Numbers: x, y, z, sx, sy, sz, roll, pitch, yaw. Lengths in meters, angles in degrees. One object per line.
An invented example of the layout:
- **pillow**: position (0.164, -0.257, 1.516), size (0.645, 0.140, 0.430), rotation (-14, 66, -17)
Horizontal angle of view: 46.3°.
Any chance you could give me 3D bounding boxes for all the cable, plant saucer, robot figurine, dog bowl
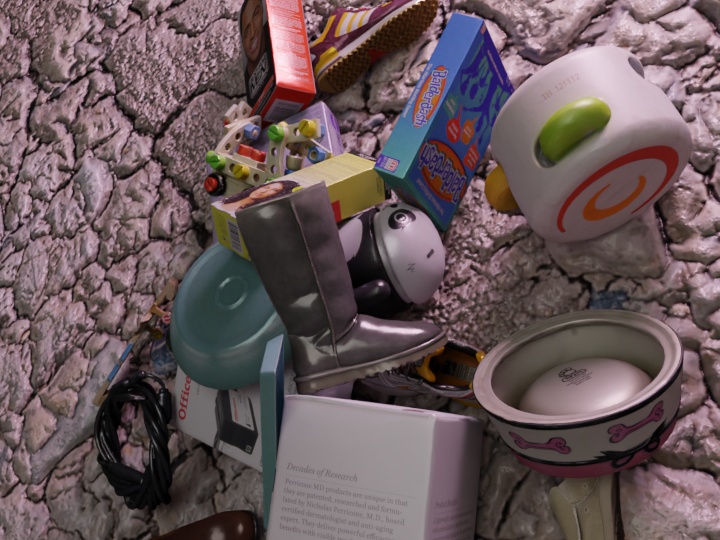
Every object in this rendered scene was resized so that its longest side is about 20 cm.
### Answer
- **cable**: position (-0.275, 0.213, 1.038), size (0.199, 0.050, 0.165), rotation (-28, 75, 49)
- **plant saucer**: position (-0.135, 0.030, 0.927), size (0.198, 0.036, 0.202), rotation (-14, 55, 20)
- **plant saucer**: position (-0.087, 0.167, 0.842), size (0.019, 0.202, 0.070), rotation (2, 26, 1)
- **robot figurine**: position (-0.001, -0.002, 0.975), size (0.198, 0.125, 0.152), rotation (-21, 63, 17)
- **dog bowl**: position (0.212, 0.118, 0.808), size (0.198, 0.075, 0.201), rotation (-18, 21, 7)

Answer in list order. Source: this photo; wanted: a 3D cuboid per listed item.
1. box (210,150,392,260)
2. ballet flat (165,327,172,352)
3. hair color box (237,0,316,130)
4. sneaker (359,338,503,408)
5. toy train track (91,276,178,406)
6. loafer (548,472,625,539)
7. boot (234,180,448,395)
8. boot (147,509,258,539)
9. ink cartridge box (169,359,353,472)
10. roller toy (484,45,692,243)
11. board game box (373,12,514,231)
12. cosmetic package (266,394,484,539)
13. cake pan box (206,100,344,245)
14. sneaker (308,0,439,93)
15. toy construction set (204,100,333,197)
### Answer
- **box**: position (-0.062, -0.077, 0.941), size (0.199, 0.051, 0.075), rotation (-25, 32, -32)
- **ballet flat**: position (-0.169, 0.057, 1.086), size (0.199, 0.057, 0.067), rotation (-29, 83, 19)
- **hair color box**: position (-0.118, -0.300, 1.156), size (0.101, 0.061, 0.202), rotation (-44, 48, 50)
- **sneaker**: position (0.068, 0.098, 0.930), size (0.198, 0.082, 0.079), rotation (3, 72, 27)
- **toy train track**: position (-0.290, 0.100, 1.112), size (0.032, 0.115, 0.201), rotation (33, 101, -8)
- **loafer**: position (0.218, 0.239, 0.815), size (0.067, 0.076, 0.202), rotation (-6, 59, 24)
- **boot**: position (-0.018, 0.009, 0.855), size (0.180, 0.073, 0.203), rotation (-15, 87, -11)
- **boot**: position (-0.231, 0.304, 0.922), size (0.186, 0.200, 0.069), rotation (-20, 63, 17)
- **ink cartridge box**: position (-0.116, 0.139, 0.973), size (0.198, 0.083, 0.147), rotation (18, 104, 30)
- **roller toy**: position (0.234, -0.132, 0.884), size (0.180, 0.201, 0.141), rotation (-13, 60, -19)
- **board game box**: position (0.102, -0.166, 0.975), size (0.045, 0.152, 0.202), rotation (23, 82, 29)
- **cosmetic package**: position (0.018, 0.235, 0.835), size (0.163, 0.165, 0.203), rotation (3, 80, 24)
- **cake pan box**: position (-0.111, -0.103, 1.099), size (0.198, 0.052, 0.186), rotation (-23, 54, 15)
- **sneaker**: position (0.008, -0.329, 1.126), size (0.199, 0.075, 0.091), rotation (-32, 66, 10)
- **toy construction set**: position (-0.125, -0.143, 1.039), size (0.199, 0.091, 0.133), rotation (29, 106, 45)
